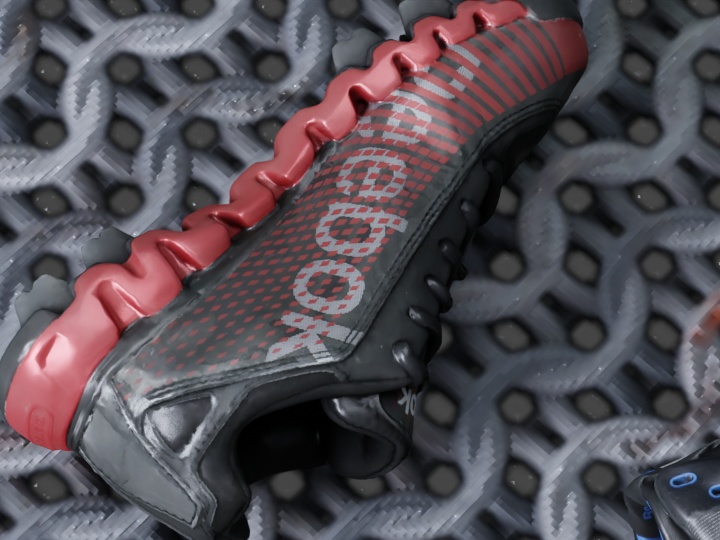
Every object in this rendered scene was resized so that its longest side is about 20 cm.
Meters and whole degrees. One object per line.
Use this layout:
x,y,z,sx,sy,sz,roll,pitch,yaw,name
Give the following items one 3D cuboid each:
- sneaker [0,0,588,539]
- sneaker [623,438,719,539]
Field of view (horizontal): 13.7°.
0.000,0.000,0.823,0.200,0.071,0.098,-40,73,-18,sneaker
0.124,0.034,0.813,0.111,0.073,0.201,-2,65,-7,sneaker
